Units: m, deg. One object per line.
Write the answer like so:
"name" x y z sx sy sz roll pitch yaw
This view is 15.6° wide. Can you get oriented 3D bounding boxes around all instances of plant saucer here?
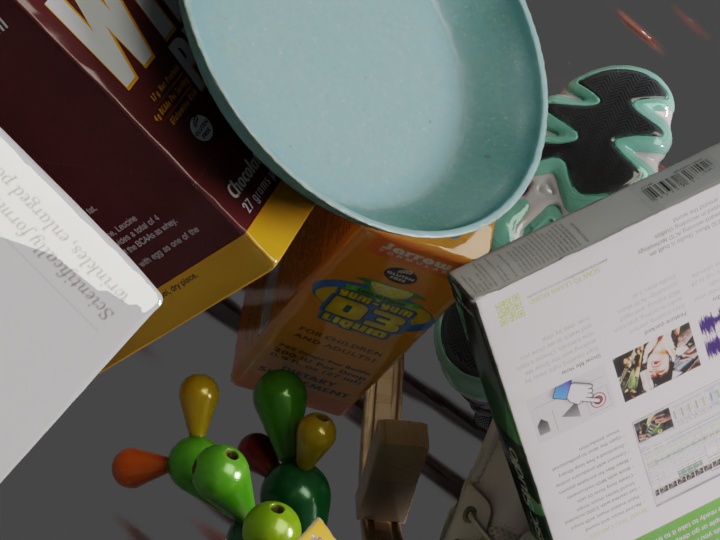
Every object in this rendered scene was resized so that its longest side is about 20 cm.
"plant saucer" -0.005 -0.100 1.126 0.199 0.036 0.201 21 55 -32

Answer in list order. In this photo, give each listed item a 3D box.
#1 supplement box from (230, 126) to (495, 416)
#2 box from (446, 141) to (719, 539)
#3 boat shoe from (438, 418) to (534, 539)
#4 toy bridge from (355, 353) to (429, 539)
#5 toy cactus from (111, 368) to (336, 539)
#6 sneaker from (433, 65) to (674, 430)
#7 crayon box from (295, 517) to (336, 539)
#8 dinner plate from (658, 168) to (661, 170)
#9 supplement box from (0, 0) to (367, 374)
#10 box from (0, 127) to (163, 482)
"supplement box" 0.000 0.000 1.242 0.066 0.200 0.069 18 60 -13
"box" 0.133 0.058 1.194 0.144 0.036 0.201 -25 119 -10
"boat shoe" 0.070 0.140 1.258 0.071 0.201 0.069 25 30 21
"toy bridge" 0.016 0.102 1.304 0.027 0.067 0.201 6 46 -10
"toy cactus" -0.044 0.147 1.225 0.201 0.102 0.165 -94 157 -49
"sneaker" 0.104 -0.006 1.408 0.077 0.140 0.200 30 75 17
"crayon box" -0.048 0.209 1.062 0.126 0.051 0.200 54 45 -7
"dinner plate" 0.206 0.034 1.471 0.024 0.200 0.201 -31 93 -2
"supplement box" -0.135 -0.077 1.167 0.200 0.197 0.133 45 47 -15
"box" -0.223 0.015 1.037 0.199 0.131 0.200 46 75 -16
